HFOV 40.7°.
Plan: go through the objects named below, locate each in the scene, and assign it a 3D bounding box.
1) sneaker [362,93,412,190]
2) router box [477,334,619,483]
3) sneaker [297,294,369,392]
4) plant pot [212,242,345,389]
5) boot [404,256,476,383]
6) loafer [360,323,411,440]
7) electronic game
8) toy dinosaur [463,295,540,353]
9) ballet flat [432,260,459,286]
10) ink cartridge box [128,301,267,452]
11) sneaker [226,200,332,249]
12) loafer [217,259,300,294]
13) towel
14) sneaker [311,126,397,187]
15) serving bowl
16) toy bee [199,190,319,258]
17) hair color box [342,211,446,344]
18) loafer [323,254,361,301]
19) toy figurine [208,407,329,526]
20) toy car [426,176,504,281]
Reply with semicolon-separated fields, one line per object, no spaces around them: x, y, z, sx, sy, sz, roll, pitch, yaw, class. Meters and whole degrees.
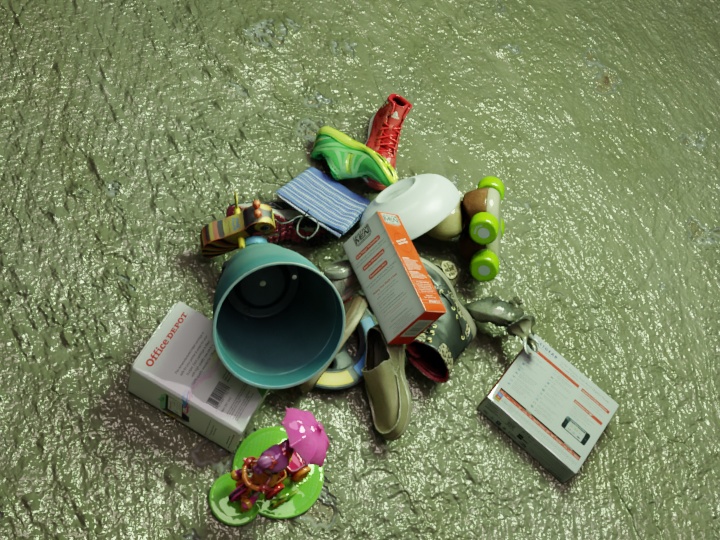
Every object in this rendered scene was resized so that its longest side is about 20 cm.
0.049;-0.264;1.896;0.077;0.116;0.202;11;56;-13;sneaker
0.335;0.242;1.723;0.200;0.049;0.179;41;54;8;router box
-0.059;0.103;1.605;0.075;0.071;0.201;35;61;1;sneaker
-0.141;0.051;1.501;0.197;0.203;0.188;4;19;-17;plant pot
0.117;0.085;1.683;0.201;0.073;0.151;54;37;-16;boot
0.036;0.182;1.615;0.067;0.076;0.203;16;60;-44;loafer
-0.059;0.114;1.665;0.197;0.042;0.202;9;57;-14;electronic game
0.243;0.074;1.751;0.198;0.102;0.078;25;97;13;toy dinosaur
0.105;0.024;1.778;0.198;0.046;0.068;-18;67;-28;ballet flat
-0.246;0.167;1.536;0.198;0.084;0.146;30;53;0;ink cartridge box
-0.149;-0.093;1.747;0.197;0.081;0.075;6;41;-27;sneaker
-0.150;0.033;1.648;0.197;0.072;0.064;10;63;16;loafer
-0.063;-0.131;1.772;0.144;0.024;0.200;33;23;3;towel
-0.011;-0.201;1.847;0.199;0.074;0.084;32;95;29;sneaker
0.078;-0.117;1.749;0.200;0.199;0.066;-46;115;-35;serving bowl
-0.186;-0.084;1.631;0.199;0.109;0.132;-33;66;-4;toy bee
0.054;0.012;1.621;0.061;0.101;0.202;4;53;-47;hair color box
0.000;0.000;1.741;0.071;0.064;0.199;3;19;33;loafer
-0.125;0.282;1.448;0.198;0.185;0.151;-26;70;-30;toy figurine
0.168;-0.083;1.831;0.197;0.160;0.165;3;34;12;toy car
